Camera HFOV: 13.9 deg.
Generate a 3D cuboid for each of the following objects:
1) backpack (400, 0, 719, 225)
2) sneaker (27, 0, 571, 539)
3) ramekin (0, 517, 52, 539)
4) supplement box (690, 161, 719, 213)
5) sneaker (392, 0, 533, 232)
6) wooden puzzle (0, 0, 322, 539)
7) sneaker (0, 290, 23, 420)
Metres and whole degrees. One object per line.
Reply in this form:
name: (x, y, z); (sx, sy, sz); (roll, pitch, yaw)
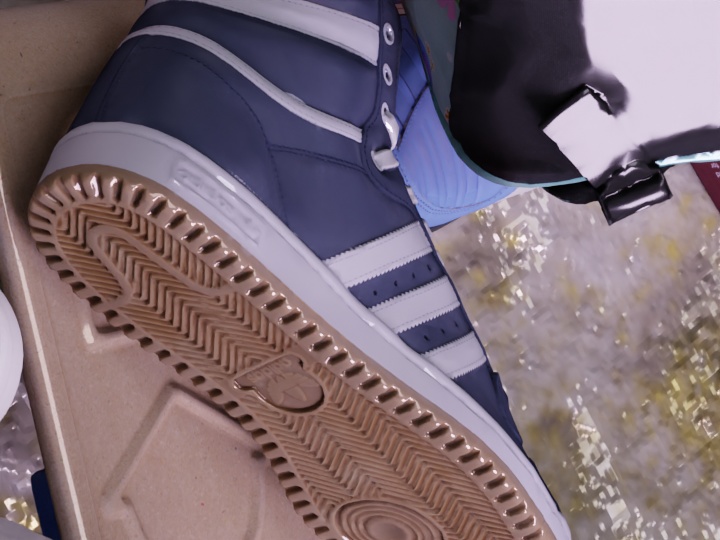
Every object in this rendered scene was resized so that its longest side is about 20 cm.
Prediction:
backpack: (0.086, -0.127, 0.822); (0.175, 0.200, 0.154); (-9, 123, -9)
sneaker: (0.000, 0.000, 0.803); (0.200, 0.070, 0.109); (45, 44, -31)
ramekin: (-0.122, 0.143, 0.700); (0.094, 0.202, 0.204); (10, 78, -46)
supplement box: (0.191, -0.009, 0.994); (0.061, 0.109, 0.200); (-42, 109, -33)
sneaker: (0.055, -0.066, 0.900); (0.200, 0.077, 0.076); (-35, 106, -47)
wooden puzzle: (-0.043, 0.020, 0.836); (0.185, 0.046, 0.201); (-15, 88, -57)
sneaker: (-0.179, -0.008, 0.699); (0.199, 0.100, 0.075); (12, 83, 0)
